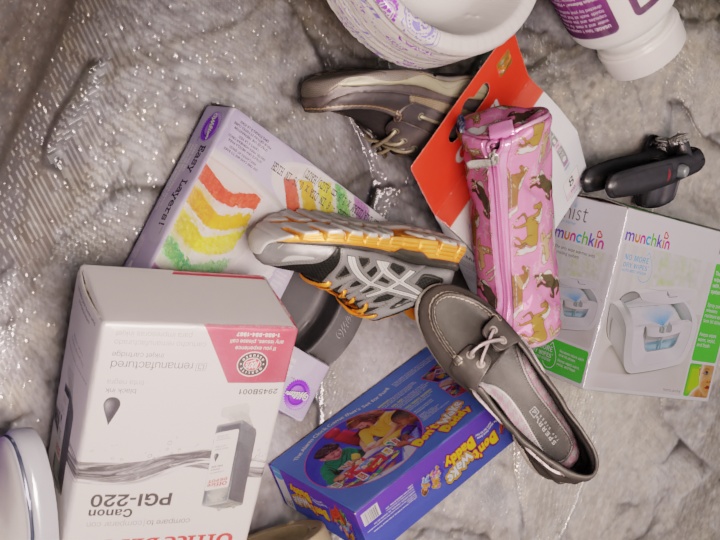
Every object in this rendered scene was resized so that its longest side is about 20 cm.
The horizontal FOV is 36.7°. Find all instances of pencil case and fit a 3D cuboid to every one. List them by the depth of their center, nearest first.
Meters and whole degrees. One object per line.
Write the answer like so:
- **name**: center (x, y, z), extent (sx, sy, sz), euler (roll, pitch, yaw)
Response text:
- **pencil case**: center (0.125, -0.033, 0.900), extent (0.085, 0.083, 0.203), euler (-16, 113, -23)

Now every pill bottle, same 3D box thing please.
- **pill bottle**: center (0.223, -0.278, 0.996), extent (0.113, 0.112, 0.201), euler (-49, 122, -18)

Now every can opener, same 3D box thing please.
- **can opener**: center (0.287, -0.096, 1.081), extent (0.199, 0.063, 0.080), euler (-14, 104, -52)

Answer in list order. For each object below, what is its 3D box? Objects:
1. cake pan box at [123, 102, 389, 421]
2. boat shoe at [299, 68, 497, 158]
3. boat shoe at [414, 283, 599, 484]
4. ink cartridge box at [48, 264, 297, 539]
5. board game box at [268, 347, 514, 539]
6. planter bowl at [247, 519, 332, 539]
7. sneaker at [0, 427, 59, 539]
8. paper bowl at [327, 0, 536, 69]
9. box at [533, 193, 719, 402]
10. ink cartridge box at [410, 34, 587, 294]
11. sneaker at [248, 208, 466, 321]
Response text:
- **cake pan box**: center (-0.081, 0.000, 0.863), extent (0.199, 0.052, 0.186), euler (35, 79, -35)
- **boat shoe**: center (0.039, -0.130, 0.912), extent (0.197, 0.074, 0.075), euler (-4, 100, -34)
- **boat shoe**: center (0.121, 0.088, 0.856), extent (0.067, 0.057, 0.201), euler (-43, 104, -16)
- **ink cartridge box**: center (-0.140, 0.108, 0.776), extent (0.143, 0.085, 0.203), euler (3, 116, -28)
- **board game box**: center (0.039, 0.144, 0.921), extent (0.199, 0.134, 0.045), euler (-33, 115, -26)
- **planter bowl**: center (-0.063, 0.279, 0.848), extent (0.198, 0.199, 0.137), euler (-18, 91, -32)
- **sneaker**: center (-0.255, 0.208, 0.750), extent (0.070, 0.073, 0.204), euler (0, 104, -38)
- **paper bowl**: center (0.044, -0.263, 0.863), extent (0.198, 0.104, 0.205), euler (2, 86, -35)
- **box**: center (0.278, 0.029, 1.096), extent (0.198, 0.096, 0.180), euler (10, 97, -36)
- **ink cartridge box**: center (0.131, -0.084, 0.961), extent (0.164, 0.057, 0.201), euler (-55, 150, -15)
- **sneaker**: center (0.000, 0.000, 0.847), extent (0.197, 0.078, 0.079), euler (8, 102, -35)
